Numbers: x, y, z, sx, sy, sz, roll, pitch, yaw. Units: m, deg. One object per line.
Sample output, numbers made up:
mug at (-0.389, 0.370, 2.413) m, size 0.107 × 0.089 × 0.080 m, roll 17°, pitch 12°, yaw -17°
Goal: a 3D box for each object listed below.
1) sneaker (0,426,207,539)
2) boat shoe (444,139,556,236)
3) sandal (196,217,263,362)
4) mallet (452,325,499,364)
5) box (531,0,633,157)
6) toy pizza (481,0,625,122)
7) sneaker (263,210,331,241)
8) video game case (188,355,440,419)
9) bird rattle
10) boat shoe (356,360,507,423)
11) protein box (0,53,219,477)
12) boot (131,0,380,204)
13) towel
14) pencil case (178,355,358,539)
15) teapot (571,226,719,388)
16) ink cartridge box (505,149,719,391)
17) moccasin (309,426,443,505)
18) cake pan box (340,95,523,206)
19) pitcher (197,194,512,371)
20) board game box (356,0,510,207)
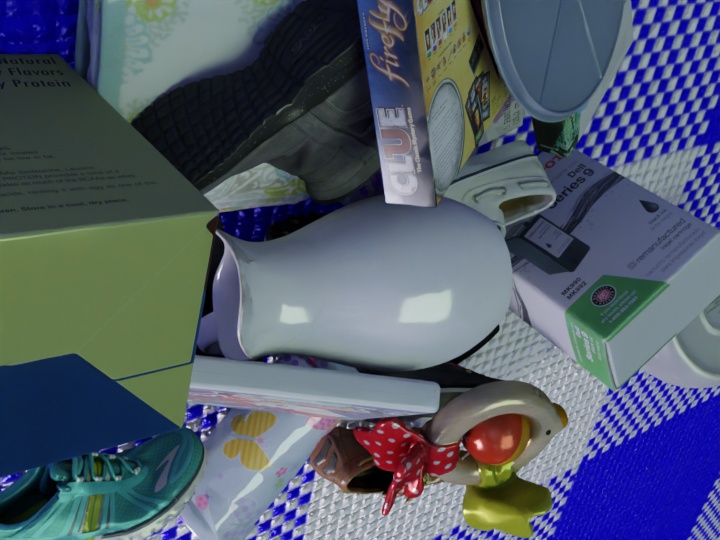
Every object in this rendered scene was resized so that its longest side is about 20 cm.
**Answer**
sneaker at (-0.208, 0.171, 0.738) m, size 0.199 × 0.077 × 0.080 m, roll -23°, pitch 126°, yaw -29°
boat shoe at (0.092, -0.038, 0.783) m, size 0.201 × 0.086 × 0.075 m, roll -24°, pitch 161°, yaw -41°
sandal at (-0.114, 0.036, 0.735) m, size 0.075 × 0.048 × 0.201 m, roll -33°, pitch 139°, yaw -19°
mallet at (0.110, 0.019, 0.909) m, size 0.066 × 0.041 × 0.201 m, roll -31°, pitch 152°, yaw -23°
box at (0.174, -0.209, 0.776) m, size 0.145 × 0.036 × 0.200 m, roll -59°, pitch 149°, yaw -21°
toy pizza at (0.123, -0.199, 0.629) m, size 0.200 × 0.032 × 0.202 m, roll -16°, pitch 110°, yaw -51°
sneaker at (0.000, 0.000, 0.800) m, size 0.199 × 0.072 × 0.073 m, roll 9°, pitch 123°, yaw -43°
video game case at (-0.068, 0.085, 0.681) m, size 0.198 × 0.182 × 0.023 m, roll 8°, pitch 78°, yaw -16°
bird rattle at (0.103, 0.158, 0.903) m, size 0.199 × 0.113 × 0.163 m, roll 30°, pitch 114°, yaw -29°
boat shoe at (0.083, 0.113, 0.936) m, size 0.200 × 0.063 × 0.074 m, roll 9°, pitch 139°, yaw -28°
protein box at (-0.212, -0.009, 0.484) m, size 0.198 × 0.200 × 0.136 m, roll -10°, pitch 127°, yaw -38°
boot at (-0.049, -0.072, 0.597) m, size 0.199 × 0.070 × 0.132 m, roll -31°, pitch 150°, yaw 6°
towel at (-0.091, -0.116, 0.606) m, size 0.170 × 0.048 × 0.201 m, roll -11°, pitch 139°, yaw -29°
pencil case at (-0.079, 0.146, 0.831) m, size 0.200 × 0.083 × 0.091 m, roll -51°, pitch 160°, yaw 2°
teapot at (0.367, 0.041, 1.128) m, size 0.199 × 0.146 × 0.199 m, roll 17°, pitch 79°, yaw -25°
ink cartridge box at (0.204, -0.012, 0.880) m, size 0.146 × 0.200 × 0.084 m, roll -41°, pitch 138°, yaw -11°
moccasin at (0.039, 0.201, 0.989) m, size 0.201 × 0.078 × 0.074 m, roll 22°, pitch 107°, yaw -50°
cake pan box at (0.045, -0.162, 0.726) m, size 0.183 × 0.052 × 0.201 m, roll -26°, pitch 135°, yaw -24°
pitcher at (-0.011, 0.018, 0.674) m, size 0.198 × 0.122 × 0.172 m, roll -7°, pitch 167°, yaw -22°
board game box at (0.058, -0.148, 0.600) m, size 0.200 × 0.034 × 0.136 m, roll -54°, pitch 143°, yaw -48°
